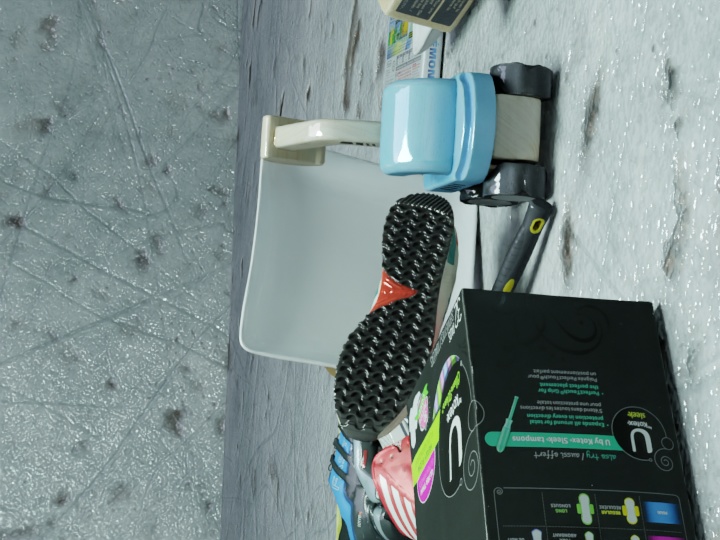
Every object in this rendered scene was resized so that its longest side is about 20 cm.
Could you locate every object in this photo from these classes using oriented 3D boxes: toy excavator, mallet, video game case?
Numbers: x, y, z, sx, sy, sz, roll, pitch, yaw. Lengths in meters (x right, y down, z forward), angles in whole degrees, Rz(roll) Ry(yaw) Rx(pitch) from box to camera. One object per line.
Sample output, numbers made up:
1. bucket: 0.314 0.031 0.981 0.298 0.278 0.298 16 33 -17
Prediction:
1. toy excavator: 0.031 -0.108 1.113 0.194 0.198 0.101 172 103 -78
2. mallet: 0.111 0.032 1.097 0.201 0.065 0.041 -61 26 31
3. video game case: 0.056 -0.241 1.509 0.200 0.022 0.184 -165 80 -80

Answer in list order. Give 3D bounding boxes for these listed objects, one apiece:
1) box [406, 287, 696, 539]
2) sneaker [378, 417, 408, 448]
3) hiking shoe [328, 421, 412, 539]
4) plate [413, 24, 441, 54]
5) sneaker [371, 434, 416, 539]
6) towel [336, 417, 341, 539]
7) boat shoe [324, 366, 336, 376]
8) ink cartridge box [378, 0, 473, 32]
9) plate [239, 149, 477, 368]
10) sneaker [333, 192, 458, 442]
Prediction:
1. box: 0.105 0.135 0.830 0.149 0.123 0.201 110 161 -55
2. sneaker: 0.064 0.156 1.187 0.078 0.079 0.201 114 137 -69
3. hiking shoe: -0.002 0.154 1.268 0.087 0.074 0.201 -32 51 38
4. plate: 0.087 -0.324 1.308 0.200 0.032 0.201 132 142 -71
5. sneaker: 0.057 0.117 1.083 0.115 0.078 0.202 7 93 37
6. towel: 0.012 0.229 1.397 0.018 0.086 0.201 38 -134 -49
7. boat shoe: 0.031 0.017 1.384 0.074 0.066 0.201 49 116 42
8. ink cartridge box: 0.063 -0.327 1.183 0.165 0.075 0.201 -52 40 38
9. plate: 0.000 0.000 1.192 0.032 0.199 0.201 129 150 -57
10. sneaker: 0.038 0.046 1.105 0.093 0.070 0.201 59 -137 -61
